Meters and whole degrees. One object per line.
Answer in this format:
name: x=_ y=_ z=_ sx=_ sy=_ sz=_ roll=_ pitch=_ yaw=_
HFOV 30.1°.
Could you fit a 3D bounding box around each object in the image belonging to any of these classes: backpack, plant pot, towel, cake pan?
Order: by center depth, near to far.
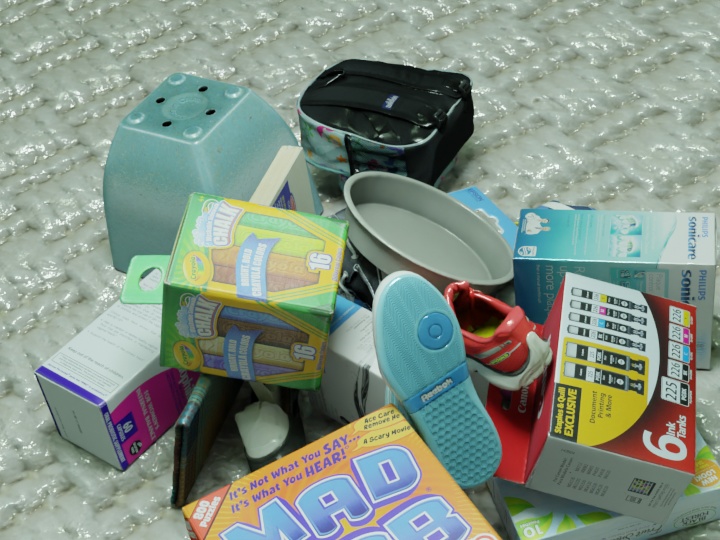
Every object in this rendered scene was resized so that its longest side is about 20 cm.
towel: x=-0.146 y=0.120 z=1.341 sx=0.022 sy=0.147 sz=0.200 roll=18 pitch=47 yaw=6
cake pan: x=0.067 y=-0.033 z=1.387 sx=0.199 sy=0.037 sz=0.201 roll=22 pitch=26 yaw=-12
plant pot: x=-0.187 y=-0.113 z=1.570 sx=0.196 sy=0.201 sz=0.196 roll=15 pitch=48 yaw=27
backpack: x=0.025 y=-0.173 z=1.631 sx=0.199 sy=0.151 sz=0.178 roll=18 pitch=45 yaw=19

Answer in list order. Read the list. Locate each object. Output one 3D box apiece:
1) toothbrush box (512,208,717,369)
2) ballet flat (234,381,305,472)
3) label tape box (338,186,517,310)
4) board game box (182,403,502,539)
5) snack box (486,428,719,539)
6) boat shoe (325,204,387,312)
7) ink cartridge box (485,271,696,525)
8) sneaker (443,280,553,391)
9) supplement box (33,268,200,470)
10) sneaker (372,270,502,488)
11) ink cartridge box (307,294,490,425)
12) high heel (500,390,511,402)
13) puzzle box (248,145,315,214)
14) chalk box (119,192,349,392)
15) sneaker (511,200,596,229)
toothbrush box: x=0.261 y=0.019 z=1.371 sx=0.199 sy=0.147 sz=0.085 roll=2 pitch=42 yaw=12
ballet flat: x=-0.095 y=0.142 z=1.354 sx=0.068 sy=0.068 sz=0.201 roll=-27 pitch=39 yaw=20
label tape box: x=0.080 y=-0.004 z=1.496 sx=0.199 sy=0.066 sz=0.143 roll=-23 pitch=44 yaw=-17
board game box: x=0.001 y=0.276 z=1.091 sx=0.199 sy=0.200 sz=0.200 roll=-25 pitch=43 yaw=-16
snack box: x=0.224 y=0.190 z=1.254 sx=0.199 sy=0.053 sz=0.143 roll=-15 pitch=43 yaw=-7
boat shoe: x=0.000 y=0.000 z=1.406 sx=0.067 sy=0.072 sz=0.200 roll=-14 pitch=42 yaw=-5
ink cartridge box: x=0.208 y=0.107 z=1.212 sx=0.175 sy=0.084 sz=0.201 roll=14 pitch=46 yaw=-1
sneaker: x=0.093 y=0.043 z=1.226 sx=0.077 sy=0.085 sz=0.200 roll=-46 pitch=33 yaw=-24
supplement box: x=-0.228 y=0.096 z=1.415 sx=0.103 sy=0.102 sz=0.200 roll=22 pitch=50 yaw=31
sneaker: x=0.046 y=0.086 z=1.169 sx=0.079 sy=0.201 sz=0.131 roll=-24 pitch=16 yaw=-12
ink cartridge box: x=0.034 y=0.119 z=1.325 sx=0.200 sy=0.116 sz=0.068 roll=26 pitch=52 yaw=34
high heel: x=0.149 y=0.085 z=1.355 sx=0.199 sy=0.096 sz=0.068 roll=1 pitch=42 yaw=13
puzzle box: x=-0.080 y=-0.017 z=1.438 sx=0.025 sy=0.201 sz=0.133 roll=7 pitch=43 yaw=19
chalk box: x=-0.122 y=0.017 z=1.254 sx=0.199 sy=0.124 sz=0.125 roll=10 pitch=47 yaw=-3
sneaker: x=0.265 y=-0.028 z=1.479 sx=0.200 sy=0.074 sz=0.082 roll=26 pitch=48 yaw=31
